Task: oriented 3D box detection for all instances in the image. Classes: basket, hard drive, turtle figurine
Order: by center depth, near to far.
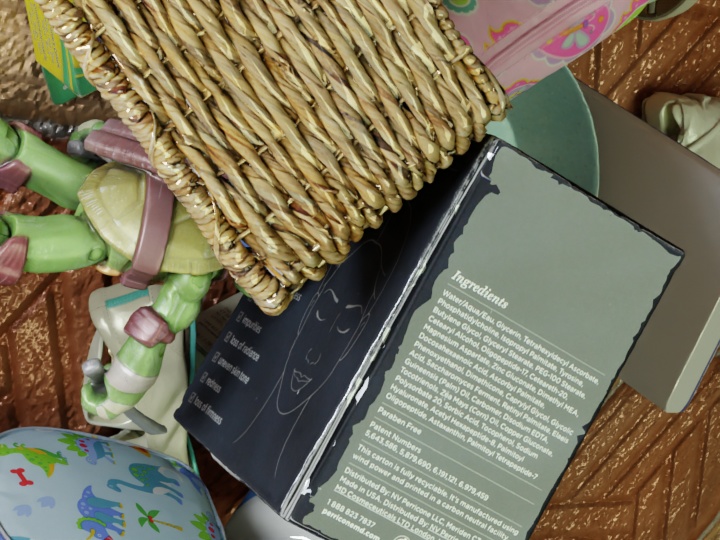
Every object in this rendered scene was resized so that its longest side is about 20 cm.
[{"bbox_3d":[-0.059,-0.106,1.013,0.149,0.143,0.200,-41,111,-10],"label":"basket"},{"bbox_3d":[-0.141,-0.006,1.111,0.193,0.200,0.145,18,85,-24],"label":"turtle figurine"},{"bbox_3d":[0.142,-0.025,1.345,0.025,0.200,0.132,5,115,-48],"label":"hard drive"}]

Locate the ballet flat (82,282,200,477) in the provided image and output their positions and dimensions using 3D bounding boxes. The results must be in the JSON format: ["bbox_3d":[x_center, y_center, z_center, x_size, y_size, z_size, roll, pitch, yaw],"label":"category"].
[{"bbox_3d":[-0.122,0.086,1.279,0.069,0.069,0.201,-27,134,-30],"label":"ballet flat"}]

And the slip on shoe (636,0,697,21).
[{"bbox_3d":[0.205,-0.244,1.352,0.060,0.076,0.201,-17,125,-53],"label":"slip on shoe"}]

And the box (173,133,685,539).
[{"bbox_3d":[0.027,0.034,1.121,0.124,0.200,0.197,28,90,-21],"label":"box"}]

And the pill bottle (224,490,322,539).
[{"bbox_3d":[-0.021,0.161,1.329,0.200,0.112,0.113,-51,158,-61],"label":"pill bottle"}]

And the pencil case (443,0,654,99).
[{"bbox_3d":[0.099,-0.150,1.239,0.200,0.087,0.088,-34,139,-20],"label":"pencil case"}]

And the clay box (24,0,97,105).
[{"bbox_3d":[-0.109,-0.172,1.088,0.115,0.048,0.201,-30,136,-24],"label":"clay box"}]

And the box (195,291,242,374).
[{"bbox_3d":[-0.009,0.036,1.343,0.199,0.068,0.082,-29,138,-27],"label":"box"}]

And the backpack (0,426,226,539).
[{"bbox_3d":[-0.165,0.171,1.183,0.199,0.183,0.148,10,118,-22],"label":"backpack"}]

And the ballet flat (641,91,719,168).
[{"bbox_3d":[0.185,-0.075,1.473,0.200,0.069,0.070,-33,139,-23],"label":"ballet flat"}]

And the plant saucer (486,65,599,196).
[{"bbox_3d":[0.037,-0.054,1.293,0.200,0.039,0.202,-2,96,-17],"label":"plant saucer"}]
